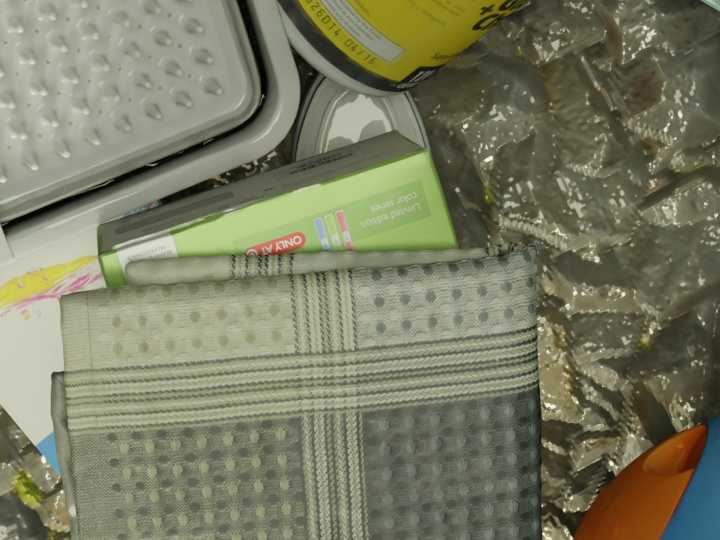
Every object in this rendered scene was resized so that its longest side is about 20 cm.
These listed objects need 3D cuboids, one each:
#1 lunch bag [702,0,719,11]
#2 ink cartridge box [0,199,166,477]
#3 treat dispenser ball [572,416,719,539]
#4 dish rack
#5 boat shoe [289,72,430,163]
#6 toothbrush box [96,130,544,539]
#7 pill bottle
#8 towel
[{"bbox_3d":[0.218,-0.175,0.896,0.199,0.077,0.161,32,77,0],"label":"lunch bag"},{"bbox_3d":[-0.143,-0.005,0.905,0.116,0.067,0.200,-40,96,-2],"label":"ink cartridge box"},{"bbox_3d":[0.187,0.164,0.877,0.200,0.201,0.202,0,95,-4],"label":"treat dispenser ball"},{"bbox_3d":[-0.137,-0.102,0.827,0.199,0.044,0.172,-23,113,-12],"label":"dish rack"},{"bbox_3d":[0.000,0.000,0.918,0.071,0.066,0.201,4,94,-5],"label":"boat shoe"},{"bbox_3d":[-0.017,0.058,0.847,0.145,0.086,0.201,-19,101,-5],"label":"toothbrush box"},{"bbox_3d":[0.051,-0.170,0.843,0.200,0.112,0.112,-34,97,35],"label":"pill bottle"},{"bbox_3d":[-0.023,0.087,0.797,0.199,0.035,0.194,-5,104,-9],"label":"towel"}]
